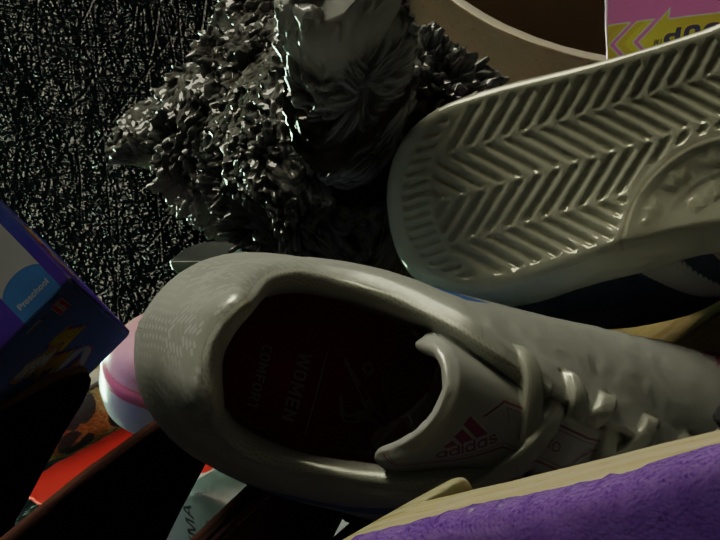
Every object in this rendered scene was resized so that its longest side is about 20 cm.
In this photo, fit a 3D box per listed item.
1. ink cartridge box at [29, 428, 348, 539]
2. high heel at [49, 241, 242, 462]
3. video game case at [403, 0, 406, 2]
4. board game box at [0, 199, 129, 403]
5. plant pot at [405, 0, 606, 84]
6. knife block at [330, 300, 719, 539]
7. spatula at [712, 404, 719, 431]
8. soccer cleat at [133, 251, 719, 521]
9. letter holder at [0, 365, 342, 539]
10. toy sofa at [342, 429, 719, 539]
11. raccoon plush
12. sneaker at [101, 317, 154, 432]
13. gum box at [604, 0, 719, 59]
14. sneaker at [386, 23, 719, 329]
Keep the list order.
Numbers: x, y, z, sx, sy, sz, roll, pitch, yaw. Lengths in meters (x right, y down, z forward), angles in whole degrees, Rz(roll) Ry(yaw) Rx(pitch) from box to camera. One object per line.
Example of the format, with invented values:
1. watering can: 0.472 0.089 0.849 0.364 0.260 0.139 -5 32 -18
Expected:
1. ink cartridge box: -0.014 0.057 0.983 0.160 0.048 0.199 -29 31 -35
2. high heel: -0.095 0.088 1.104 0.071 0.144 0.200 4 24 34
3. video game case: 0.016 -0.082 1.078 0.023 0.202 0.182 6 0 24
4. board game box: -0.139 0.043 0.804 0.134 0.045 0.200 -45 -3 -5
5. plant pot: 0.103 -0.052 1.065 0.186 0.201 0.188 2 39 -1
6. knife block: 0.082 0.055 0.735 0.199 0.064 0.176 -26 11 31
7. spatula: 0.081 0.052 0.627 0.200 0.021 0.056 -54 -21 17
8. soccer cleat: 0.041 0.044 0.657 0.198 0.070 0.086 13 -3 -11
9. letter holder: -0.084 0.084 0.730 0.143 0.100 0.200 -62 -11 24
10. toy sofa: 0.052 0.080 0.494 0.097 0.083 0.200 -27 3 -35
11. raccoon plush: -0.020 -0.064 0.765 0.097 0.134 0.201 -37 -30 -23
12. sneaker: 0.000 0.000 0.903 0.199 0.105 0.075 -2 29 16
13. gum box: 0.152 -0.072 0.861 0.066 0.115 0.199 -4 -8 32
14. sneaker: 0.110 -0.027 0.702 0.198 0.076 0.084 -7 -13 15
